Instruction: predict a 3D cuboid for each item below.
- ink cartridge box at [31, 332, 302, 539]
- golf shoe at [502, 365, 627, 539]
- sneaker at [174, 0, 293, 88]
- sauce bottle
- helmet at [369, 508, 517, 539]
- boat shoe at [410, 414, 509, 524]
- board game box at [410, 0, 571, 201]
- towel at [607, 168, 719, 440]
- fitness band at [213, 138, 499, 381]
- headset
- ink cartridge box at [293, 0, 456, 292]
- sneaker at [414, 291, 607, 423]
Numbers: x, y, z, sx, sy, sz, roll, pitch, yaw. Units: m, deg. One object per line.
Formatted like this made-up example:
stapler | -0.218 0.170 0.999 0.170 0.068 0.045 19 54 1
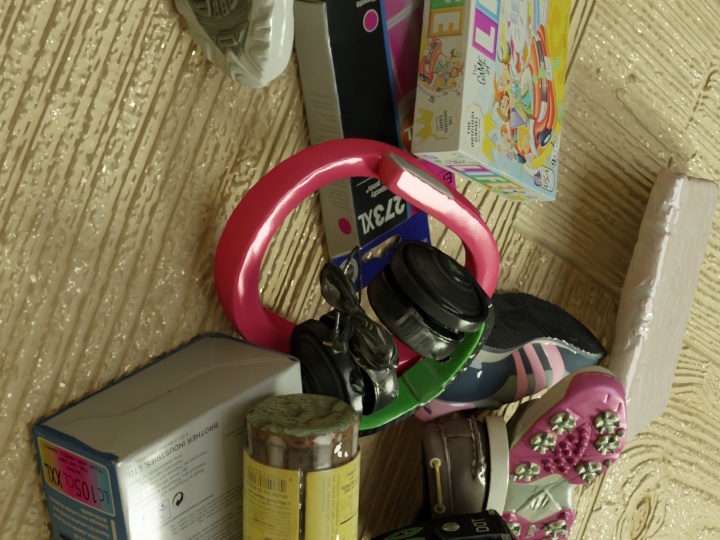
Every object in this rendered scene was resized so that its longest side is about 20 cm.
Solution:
ink cartridge box | -0.095 0.156 0.833 0.136 0.076 0.202 -27 120 -41
golf shoe | 0.127 0.115 1.026 0.201 0.074 0.092 110 -17 -49
sneaker | -0.047 -0.197 0.772 0.099 0.077 0.202 -26 122 -45
sauce bottle | -0.034 0.169 0.803 0.064 0.064 0.203 -14 114 -45
helmet | 0.043 0.261 0.924 0.189 0.201 0.201 -32 132 2
boat shoe | 0.059 0.182 1.025 0.059 0.072 0.202 2 127 -6
board game box | 0.086 -0.155 0.921 0.134 0.034 0.203 17 76 -56
towel | 0.229 0.023 1.150 0.191 0.032 0.203 -7 110 -69
fitness band | 0.000 0.000 0.881 0.144 0.038 0.199 -47 138 11
headset | 0.020 0.046 0.837 0.123 0.094 0.200 -38 152 1
ink cartridge box | 0.012 -0.083 0.909 0.094 0.037 0.202 -32 127 -38
sneaker | 0.099 0.065 1.047 0.199 0.070 0.082 6 123 -52
